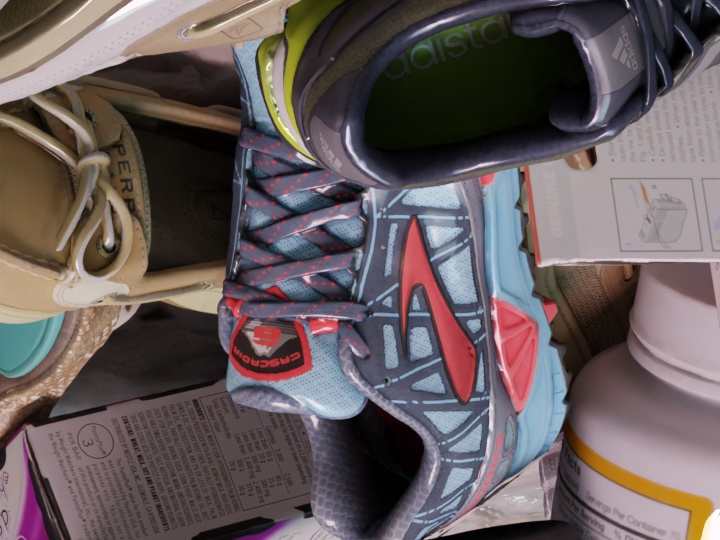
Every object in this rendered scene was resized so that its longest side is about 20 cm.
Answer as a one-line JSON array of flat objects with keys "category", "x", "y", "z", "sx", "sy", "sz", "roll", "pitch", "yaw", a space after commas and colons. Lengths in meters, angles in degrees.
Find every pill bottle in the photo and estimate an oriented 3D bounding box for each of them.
[{"category": "pill bottle", "x": 0.113, "y": 0.094, "z": 0.900, "sx": 0.109, "sy": 0.109, "sz": 0.200, "roll": 2, "pitch": 110, "yaw": -16}]

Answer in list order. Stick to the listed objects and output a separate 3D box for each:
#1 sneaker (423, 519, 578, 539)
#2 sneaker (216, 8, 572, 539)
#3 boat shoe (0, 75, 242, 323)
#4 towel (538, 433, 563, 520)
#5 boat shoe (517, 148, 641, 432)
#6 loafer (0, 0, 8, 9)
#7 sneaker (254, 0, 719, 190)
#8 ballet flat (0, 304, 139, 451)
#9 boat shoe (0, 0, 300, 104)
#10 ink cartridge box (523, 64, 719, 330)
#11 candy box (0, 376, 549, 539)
[{"category": "sneaker", "x": -0.013, "y": 0.146, "z": 0.892, "sx": 0.201, "sy": 0.108, "sz": 0.067, "roll": -11, "pitch": 179, "yaw": 31}, {"category": "sneaker", "x": 0.000, "y": 0.000, "z": 0.802, "sx": 0.079, "sy": 0.096, "sz": 0.200, "roll": 10, "pitch": 133, "yaw": 42}, {"category": "boat shoe", "x": -0.064, "y": -0.023, "z": 0.823, "sx": 0.063, "sy": 0.073, "sz": 0.201, "roll": -18, "pitch": 164, "yaw": 30}, {"category": "towel", "x": 0.158, "y": 0.092, "z": 1.025, "sx": 0.200, "sy": 0.166, "sz": 0.086, "roll": -16, "pitch": 157, "yaw": 21}, {"category": "boat shoe", "x": 0.057, "y": -0.026, "z": 0.890, "sx": 0.064, "sy": 0.071, "sz": 0.200, "roll": -38, "pitch": 150, "yaw": -13}, {"category": "loafer", "x": -0.161, "y": -0.074, "z": 0.729, "sx": 0.200, "sy": 0.072, "sz": 0.063, "roll": -22, "pitch": 143, "yaw": 37}, {"category": "sneaker", "x": 0.072, "y": -0.067, "z": 0.721, "sx": 0.200, "sy": 0.081, "sz": 0.074, "roll": -25, "pitch": 113, "yaw": 3}, {"category": "ballet flat", "x": -0.112, "y": 0.013, "z": 0.943, "sx": 0.065, "sy": 0.071, "sz": 0.200, "roll": -22, "pitch": 168, "yaw": -32}, {"category": "boat shoe", "x": -0.044, "y": -0.085, "z": 0.717, "sx": 0.200, "sy": 0.075, "sz": 0.068, "roll": -23, "pitch": 147, "yaw": 33}, {"category": "ink cartridge box", "x": 0.136, "y": -0.037, "z": 0.816, "sx": 0.200, "sy": 0.109, "sz": 0.050, "roll": 0, "pitch": 154, "yaw": -12}, {"category": "candy box", "x": -0.050, "y": 0.085, "z": 1.030, "sx": 0.200, "sy": 0.061, "sz": 0.136, "roll": -11, "pitch": 161, "yaw": -32}]
